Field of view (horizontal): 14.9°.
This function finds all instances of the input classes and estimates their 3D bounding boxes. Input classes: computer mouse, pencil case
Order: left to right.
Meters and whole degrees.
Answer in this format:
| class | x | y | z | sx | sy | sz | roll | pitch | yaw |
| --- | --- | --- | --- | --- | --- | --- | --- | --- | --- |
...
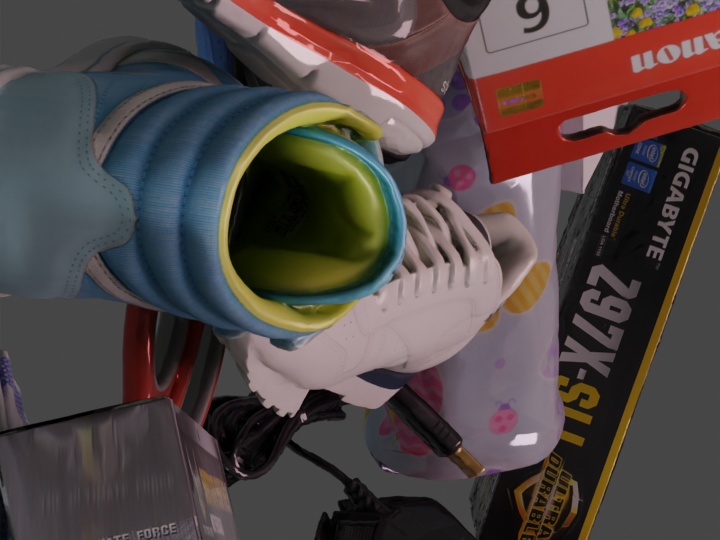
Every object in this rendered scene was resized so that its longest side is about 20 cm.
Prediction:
| class | x | y | z | sx | sy | sz | roll | pitch | yaw |
| --- | --- | --- | --- | --- | --- | --- | --- | --- | --- |
| computer mouse | 0.027 | 0.109 | 1.000 | 0.046 | 0.200 | 0.140 | -52 | 176 | 24 |
| pencil case | 0.038 | -0.018 | 1.077 | 0.091 | 0.083 | 0.201 | -123 | -153 | -59 |

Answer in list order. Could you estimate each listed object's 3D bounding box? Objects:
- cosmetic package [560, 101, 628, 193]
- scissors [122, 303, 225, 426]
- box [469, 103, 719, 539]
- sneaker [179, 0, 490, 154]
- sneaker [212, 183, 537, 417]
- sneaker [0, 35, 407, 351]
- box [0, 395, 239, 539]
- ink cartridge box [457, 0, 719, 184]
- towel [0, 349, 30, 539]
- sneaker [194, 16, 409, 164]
| class | x | y | z | sx | sy | sz | roll | pitch | yaw |
| --- | --- | --- | --- | --- | --- | --- | --- | --- | --- |
| cosmetic package | 0.086 | -0.112 | 1.184 | 0.200 | 0.082 | 0.051 | -59 | 151 | -47 |
| scissors | -0.076 | 0.088 | 0.896 | 0.073 | 0.014 | 0.201 | 55 | 45 | -66 |
| box | 0.102 | 0.027 | 1.223 | 0.160 | 0.049 | 0.201 | -28 | 138 | -87 |
| sneaker | -0.030 | -0.109 | 0.779 | 0.082 | 0.077 | 0.200 | -57 | 140 | -3 |
| sneaker | 0.000 | 0.000 | 0.940 | 0.077 | 0.080 | 0.200 | 64 | 16 | 7 |
| sneaker | -0.036 | -0.021 | 0.787 | 0.200 | 0.130 | 0.080 | -26 | 122 | -69 |
| box | -0.051 | 0.122 | 0.759 | 0.200 | 0.048 | 0.160 | 89 | -12 | -84 |
| ink cartridge box | 0.080 | -0.097 | 0.907 | 0.201 | 0.108 | 0.051 | 74 | 0 | -46 |
| towel | -0.085 | 0.129 | 0.738 | 0.201 | 0.024 | 0.147 | -104 | -178 | -48 |
| sneaker | -0.018 | -0.106 | 0.877 | 0.200 | 0.082 | 0.071 | 75 | 31 | -50 |
